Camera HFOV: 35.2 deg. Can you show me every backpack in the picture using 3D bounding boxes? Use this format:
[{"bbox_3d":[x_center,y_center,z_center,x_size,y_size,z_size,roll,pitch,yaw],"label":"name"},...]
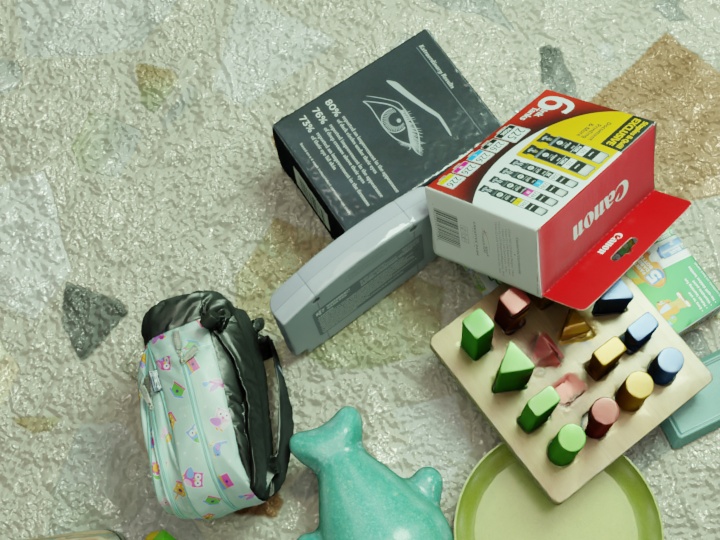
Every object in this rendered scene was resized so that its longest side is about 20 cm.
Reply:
[{"bbox_3d":[-0.143,0.135,1.090,0.126,0.167,0.202,-17,74,14],"label":"backpack"}]

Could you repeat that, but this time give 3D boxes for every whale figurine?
[{"bbox_3d":[0.007,0.227,1.060,0.158,0.104,0.201,-26,81,-6],"label":"whale figurine"}]

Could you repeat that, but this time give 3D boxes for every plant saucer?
[{"bbox_3d":[0.385,0.104,1.135,0.199,0.019,0.070,-24,72,-6],"label":"plant saucer"},{"bbox_3d":[0.188,0.253,1.088,0.198,0.031,0.202,-1,71,3],"label":"plant saucer"}]

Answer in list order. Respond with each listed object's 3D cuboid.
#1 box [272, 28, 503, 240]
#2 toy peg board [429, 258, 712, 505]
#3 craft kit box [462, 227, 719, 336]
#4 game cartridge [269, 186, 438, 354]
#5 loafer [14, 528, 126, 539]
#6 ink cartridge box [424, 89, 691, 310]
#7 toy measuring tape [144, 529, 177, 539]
[{"bbox_3d":[0.031,-0.127,1.183,0.199,0.104,0.148,-32,73,-8],"label":"box"},{"bbox_3d":[0.201,0.076,1.069,0.199,0.098,0.200,-36,74,-8],"label":"toy peg board"},{"bbox_3d":[0.233,0.009,1.162,0.197,0.049,0.201,-33,73,-5],"label":"craft kit box"},{"bbox_3d":[0.000,0.000,1.128,0.199,0.133,0.041,-36,73,-10],"label":"game cartridge"},{"bbox_3d":[-0.323,0.287,1.084,0.198,0.063,0.072,-15,71,-2],"label":"loafer"},{"bbox_3d":[0.193,-0.072,1.080,0.175,0.084,0.200,24,50,36],"label":"ink cartridge box"},{"bbox_3d":[-0.201,0.313,1.030,0.073,0.074,0.200,-7,29,1],"label":"toy measuring tape"}]
